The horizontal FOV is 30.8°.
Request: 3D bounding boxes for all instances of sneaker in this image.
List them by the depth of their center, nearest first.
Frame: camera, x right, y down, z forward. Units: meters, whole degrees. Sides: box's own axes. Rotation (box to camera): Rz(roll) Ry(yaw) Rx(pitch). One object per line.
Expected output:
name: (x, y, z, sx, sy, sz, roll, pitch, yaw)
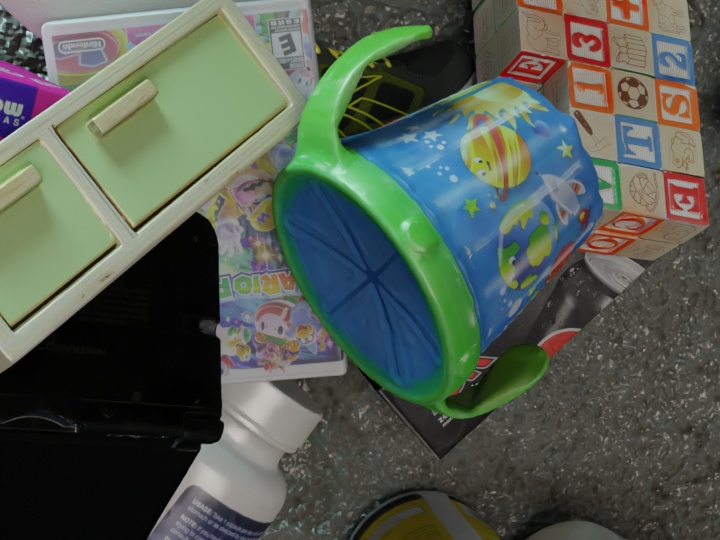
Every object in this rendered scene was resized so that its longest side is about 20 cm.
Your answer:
sneaker: (-0.019, -0.101, 0.745, 0.198, 0.074, 0.086, -27, 112, -23)

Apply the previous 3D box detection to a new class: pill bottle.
pill bottle: (-0.114, 0.138, 0.773, 0.111, 0.111, 0.201, 38, 91, -22)
pill bottle: (0.063, 0.223, 0.800, 0.111, 0.200, 0.114, -4, 105, -15)

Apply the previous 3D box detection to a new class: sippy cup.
sippy cup: (0.046, -0.025, 0.652, 0.130, 0.140, 0.179, -35, 153, -24)

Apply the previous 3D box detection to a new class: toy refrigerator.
toy refrigerator: (-0.116, -0.042, 0.592, 0.076, 0.070, 0.200, 52, 55, -9)

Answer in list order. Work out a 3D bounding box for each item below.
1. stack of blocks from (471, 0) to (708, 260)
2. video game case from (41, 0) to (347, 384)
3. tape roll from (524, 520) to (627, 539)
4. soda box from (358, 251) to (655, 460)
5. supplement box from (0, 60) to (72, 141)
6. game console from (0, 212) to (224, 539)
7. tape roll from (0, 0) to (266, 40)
stack of blocks: (0.129, -0.116, 0.755, 0.114, 0.059, 0.203, 7, 69, -20)
video game case: (-0.086, -0.037, 0.699, 0.141, 0.018, 0.203, -5, 104, 4)
tape roll: (0.161, 0.283, 0.847, 0.138, 0.203, 0.204, 31, 94, -21)
soda box: (0.094, 0.022, 0.831, 0.200, 0.063, 0.071, -42, 112, -2)
supplement box: (-0.227, -0.012, 0.661, 0.100, 0.103, 0.203, 11, 98, -35)
game console: (-0.179, 0.055, 0.642, 0.198, 0.116, 0.178, 8, 71, -36)
tape roll: (-0.111, -0.200, 0.671, 0.200, 0.037, 0.205, 1, 119, 2)
